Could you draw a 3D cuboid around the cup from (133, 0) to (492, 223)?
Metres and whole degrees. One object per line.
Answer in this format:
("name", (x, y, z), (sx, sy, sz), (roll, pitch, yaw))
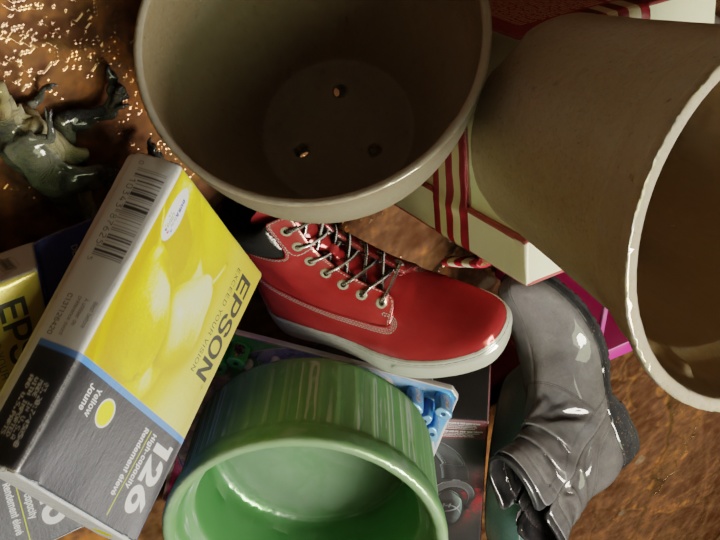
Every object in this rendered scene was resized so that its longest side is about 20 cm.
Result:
("cup", (-0.021, -0.110, 0.729), (0.200, 0.201, 0.143), (-37, 164, -6))

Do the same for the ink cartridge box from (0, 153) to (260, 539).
("ink cartridge box", (-0.131, 0.063, 0.757), (0.199, 0.047, 0.200), (-67, 153, -19))

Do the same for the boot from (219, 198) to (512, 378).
("boot", (0.000, 0.000, 0.829), (0.073, 0.199, 0.145), (-63, 148, -29))

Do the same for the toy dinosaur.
("toy dinosaur", (-0.170, -0.068, 0.740), (0.088, 0.048, 0.200), (-32, 144, -7))

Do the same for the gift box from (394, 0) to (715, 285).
("gift box", (0.125, -0.109, 0.836), (0.184, 0.200, 0.188), (-17, 119, -21))

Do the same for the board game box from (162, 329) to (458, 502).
("board game box", (-0.046, 0.146, 0.948), (0.199, 0.026, 0.201), (15, 126, -5))

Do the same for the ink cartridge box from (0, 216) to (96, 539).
("ink cartridge box", (-0.224, 0.090, 0.735), (0.199, 0.047, 0.199), (-22, 126, -25))

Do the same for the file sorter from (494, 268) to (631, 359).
("file sorter", (0.238, -0.038, 1.021), (0.199, 0.139, 0.126), (-20, 133, -24))

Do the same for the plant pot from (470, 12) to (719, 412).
("plant pot", (0.160, -0.055, 0.647), (0.199, 0.183, 0.202), (-12, 116, -27))

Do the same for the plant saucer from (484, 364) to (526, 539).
("plant saucer", (0.138, 0.167, 1.065), (0.036, 0.201, 0.201), (6, 137, 13))

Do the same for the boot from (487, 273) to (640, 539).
("boot", (0.140, 0.109, 0.935), (0.132, 0.070, 0.201), (-40, 106, -36))

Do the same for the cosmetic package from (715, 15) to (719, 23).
("cosmetic package", (0.358, -0.145, 1.047), (0.199, 0.102, 0.071), (14, 116, -44))

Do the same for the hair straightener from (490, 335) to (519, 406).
("hair straightener", (0.083, 0.145, 1.133), (0.200, 0.041, 0.077), (-39, 140, -5))

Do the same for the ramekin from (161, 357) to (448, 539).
("ramekin", (-0.037, 0.158, 0.873), (0.198, 0.098, 0.201), (1, 128, 2))

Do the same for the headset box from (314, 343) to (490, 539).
("headset box", (0.033, 0.144, 1.011), (0.148, 0.078, 0.201), (3, 135, 5))
